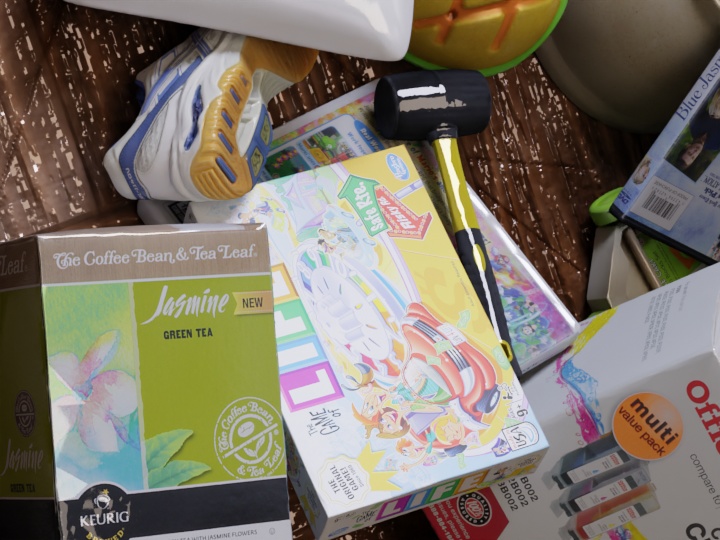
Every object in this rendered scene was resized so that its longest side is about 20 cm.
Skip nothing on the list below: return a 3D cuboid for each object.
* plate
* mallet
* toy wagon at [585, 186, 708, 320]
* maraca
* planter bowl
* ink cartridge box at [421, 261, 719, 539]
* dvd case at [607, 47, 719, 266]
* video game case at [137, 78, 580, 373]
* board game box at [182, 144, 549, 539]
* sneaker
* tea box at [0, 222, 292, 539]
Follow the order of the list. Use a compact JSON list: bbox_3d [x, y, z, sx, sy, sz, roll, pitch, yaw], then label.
[{"bbox_3d":[-0.059,-0.223,1.375,0.199,0.032,0.200,10,64,-6],"label":"plate"},{"bbox_3d":[0.050,-0.028,1.415,0.066,0.041,0.201,2,62,-17],"label":"mallet"},{"bbox_3d":[0.200,0.013,1.581,0.200,0.040,0.155,-37,105,-28],"label":"toy wagon"},{"bbox_3d":[0.040,-0.205,1.460,0.137,0.107,0.200,-44,103,-8],"label":"maraca"},{"bbox_3d":[0.215,-0.194,1.551,0.200,0.135,0.201,3,84,-31],"label":"planter bowl"},{"bbox_3d":[0.156,0.112,1.428,0.146,0.200,0.145,60,21,-12],"label":"ink cartridge box"},{"bbox_3d":[0.255,-0.092,1.516,0.142,0.018,0.200,23,106,-41],"label":"dvd case"},{"bbox_3d":[0.000,0.000,1.415,0.182,0.024,0.200,-28,71,-30],"label":"video game case"},{"bbox_3d":[0.001,0.036,1.351,0.134,0.034,0.200,-16,66,-21],"label":"board game box"},{"bbox_3d":[-0.085,-0.117,1.397,0.075,0.088,0.200,64,34,-33],"label":"sneaker"},{"bbox_3d":[-0.141,0.081,1.271,0.133,0.200,0.198,-4,89,-31],"label":"tea box"}]
